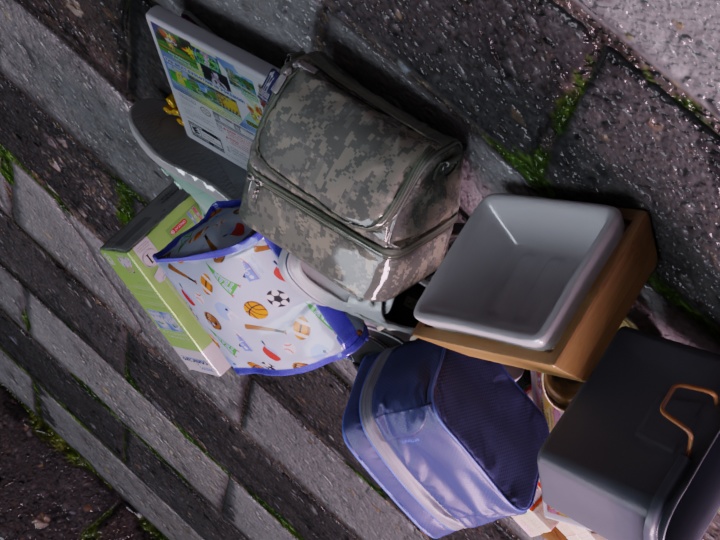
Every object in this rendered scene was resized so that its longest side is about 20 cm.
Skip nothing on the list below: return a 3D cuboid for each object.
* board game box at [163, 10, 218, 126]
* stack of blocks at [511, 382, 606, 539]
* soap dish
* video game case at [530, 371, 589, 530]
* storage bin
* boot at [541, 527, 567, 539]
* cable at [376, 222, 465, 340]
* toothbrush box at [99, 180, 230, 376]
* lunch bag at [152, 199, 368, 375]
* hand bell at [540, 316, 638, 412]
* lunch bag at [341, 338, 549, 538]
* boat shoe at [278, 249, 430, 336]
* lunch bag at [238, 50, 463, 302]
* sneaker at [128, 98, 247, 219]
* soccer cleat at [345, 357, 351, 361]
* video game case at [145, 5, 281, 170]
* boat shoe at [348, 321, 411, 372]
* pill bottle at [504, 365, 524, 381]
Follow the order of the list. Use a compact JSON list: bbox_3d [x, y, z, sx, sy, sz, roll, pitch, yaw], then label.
[{"bbox_3d":[-0.131,-0.162,1.878,0.200,0.026,0.200,42,158,9],"label":"board game box"},{"bbox_3d":[0.213,0.225,1.822,0.200,0.115,0.059,46,158,-2],"label":"stack of blocks"},{"bbox_3d":[0.153,0.014,1.521,0.081,0.157,0.200,41,163,-30],"label":"soap dish"},{"bbox_3d":[0.229,0.154,1.666,0.182,0.024,0.200,7,106,57],"label":"video game case"},{"bbox_3d":[0.243,0.141,1.479,0.134,0.200,0.146,22,149,26],"label":"storage bin"},{"bbox_3d":[0.185,0.239,2.000,0.188,0.069,0.200,15,151,39],"label":"boot"},{"bbox_3d":[0.079,0.022,1.760,0.097,0.050,0.200,32,150,-11],"label":"cable"},{"bbox_3d":[-0.194,0.005,2.120,0.200,0.146,0.086,54,156,-22],"label":"toothbrush box"},{"bbox_3d":[-0.091,0.015,1.795,0.170,0.124,0.200,53,156,-18],"label":"lunch bag"},{"bbox_3d":[0.166,0.038,1.635,0.200,0.104,0.104,48,168,52],"label":"hand bell"},{"bbox_3d":[0.081,0.161,1.684,0.132,0.136,0.200,-21,120,35],"label":"lunch bag"},{"bbox_3d":[0.019,0.016,1.691,0.200,0.074,0.065,18,175,-16],"label":"boat shoe"},{"bbox_3d":[-0.006,-0.095,1.634,0.200,0.139,0.168,34,128,24],"label":"lunch bag"},{"bbox_3d":[-0.195,-0.105,2.017,0.200,0.074,0.118,40,151,6],"label":"sneaker"},{"bbox_3d":[-0.042,0.029,1.989,0.084,0.065,0.200,45,172,51],"label":"soccer cleat"},{"bbox_3d":[-0.127,-0.168,1.800,0.200,0.022,0.182,31,153,32],"label":"video game case"},{"bbox_3d":[0.028,0.109,1.935,0.070,0.066,0.200,-6,150,27],"label":"boat shoe"},{"bbox_3d":[0.085,0.136,1.839,0.104,0.104,0.200,45,130,0],"label":"pill bottle"}]
